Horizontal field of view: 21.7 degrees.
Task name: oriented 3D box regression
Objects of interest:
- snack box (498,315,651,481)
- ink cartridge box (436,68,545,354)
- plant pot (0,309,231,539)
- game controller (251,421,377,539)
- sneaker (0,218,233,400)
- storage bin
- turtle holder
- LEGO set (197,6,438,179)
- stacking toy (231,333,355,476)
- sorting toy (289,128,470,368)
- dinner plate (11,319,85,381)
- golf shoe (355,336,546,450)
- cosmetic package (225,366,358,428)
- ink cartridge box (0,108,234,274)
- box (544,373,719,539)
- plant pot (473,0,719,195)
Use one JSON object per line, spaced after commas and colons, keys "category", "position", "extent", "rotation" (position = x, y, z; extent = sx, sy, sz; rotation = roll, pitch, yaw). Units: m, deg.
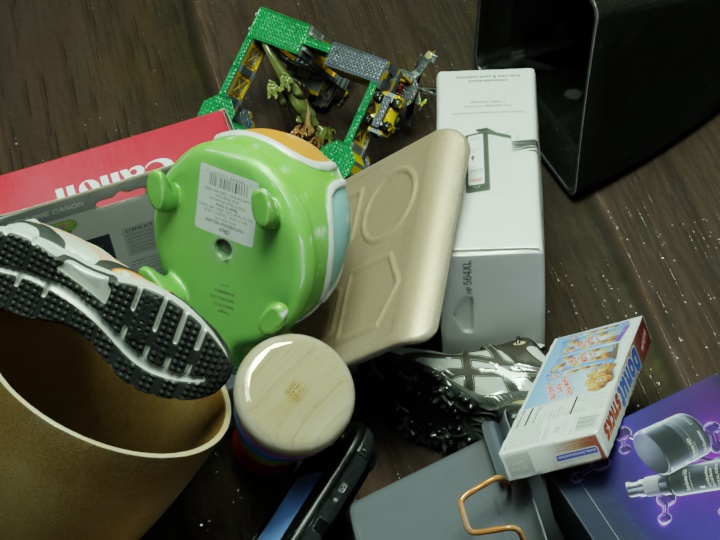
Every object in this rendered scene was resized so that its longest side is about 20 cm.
{"category": "snack box", "position": [0.153, 0.086, 1.309], "extent": [0.072, 0.024, 0.200], "rotation": [-17, 15, 23]}
{"category": "ink cartridge box", "position": [0.103, -0.040, 1.492], "extent": [0.084, 0.146, 0.200], "rotation": [-2, 49, 4]}
{"category": "plant pot", "position": [-0.217, 0.146, 1.356], "extent": [0.186, 0.200, 0.187], "rotation": [22, 28, -12]}
{"category": "game controller", "position": [-0.058, 0.195, 1.344], "extent": [0.200, 0.042, 0.104], "rotation": [-56, 19, -19]}
{"category": "sneaker", "position": [-0.174, 0.019, 1.320], "extent": [0.200, 0.074, 0.080], "rotation": [31, 18, 0]}
{"category": "storage bin", "position": [0.074, 0.213, 1.290], "extent": [0.134, 0.146, 0.200], "rotation": [-22, 47, 6]}
{"category": "turtle holder", "position": [-0.066, -0.013, 1.353], "extent": [0.141, 0.186, 0.132], "rotation": [-12, 13, 36]}
{"category": "LEGO set", "position": [-0.032, -0.140, 1.662], "extent": [0.199, 0.116, 0.154], "rotation": [14, 83, 28]}
{"category": "stacking toy", "position": [-0.061, 0.112, 1.371], "extent": [0.085, 0.200, 0.086], "rotation": [3, 72, -10]}
{"category": "sorting toy", "position": [0.000, 0.000, 1.430], "extent": [0.200, 0.036, 0.186], "rotation": [-21, 47, 44]}
{"category": "dinner plate", "position": [-0.264, 0.093, 1.419], "extent": [0.200, 0.200, 0.024], "rotation": [-28, 46, -13]}
{"category": "golf shoe", "position": [0.094, 0.091, 1.437], "extent": [0.199, 0.078, 0.095], "rotation": [20, 44, 19]}
{"category": "cosmetic package", "position": [-0.086, 0.022, 1.546], "extent": [0.150, 0.052, 0.200], "rotation": [-22, 48, -11]}
{"category": "ink cartridge box", "position": [-0.183, -0.044, 1.461], "extent": [0.199, 0.176, 0.084], "rotation": [-17, 55, -8]}
{"category": "box", "position": [0.226, 0.181, 1.225], "extent": [0.141, 0.079, 0.200], "rotation": [-27, 45, -6]}
{"category": "plant pot", "position": [0.222, -0.218, 1.602], "extent": [0.177, 0.200, 0.200], "rotation": [-17, 46, -17]}
